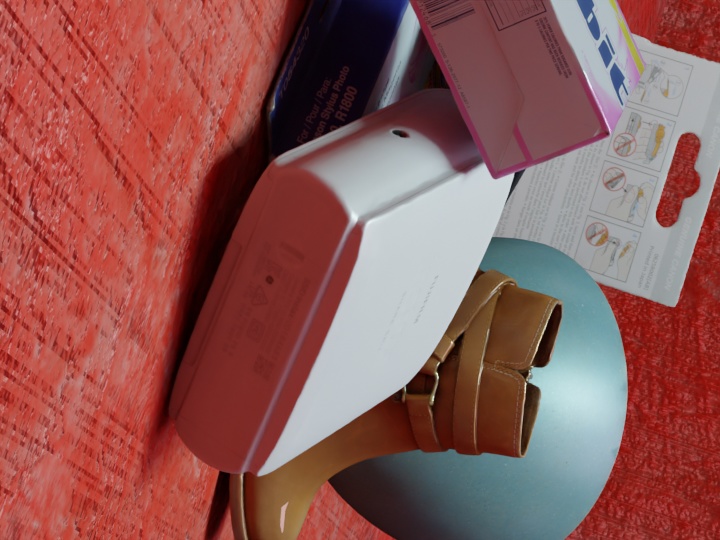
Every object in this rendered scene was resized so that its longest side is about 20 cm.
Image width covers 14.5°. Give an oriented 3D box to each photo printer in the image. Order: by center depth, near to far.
[{"bbox_3d":[0.000,0.000,1.398,0.200,0.069,0.167,-28,147,-58],"label":"photo printer"}]

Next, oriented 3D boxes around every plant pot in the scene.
[{"bbox_3d":[0.038,0.070,1.672,0.135,0.200,0.201,12,96,-43],"label":"plant pot"}]

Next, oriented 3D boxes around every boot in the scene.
[{"bbox_3d":[0.018,0.082,1.556,0.074,0.154,0.201,0,105,-73],"label":"boot"}]

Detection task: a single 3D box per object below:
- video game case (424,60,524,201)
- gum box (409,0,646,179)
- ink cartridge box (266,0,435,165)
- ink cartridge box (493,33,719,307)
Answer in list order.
[{"bbox_3d":[0.068,-0.121,1.579,0.181,0.025,0.201,117,-24,-58],"label":"video game case"},{"bbox_3d":[0.062,-0.160,1.369,0.200,0.066,0.114,64,22,-14],"label":"gum box"},{"bbox_3d":[0.003,-0.106,1.490,0.200,0.043,0.197,93,17,-63],"label":"ink cartridge box"},{"bbox_3d":[0.135,-0.081,1.837,0.057,0.199,0.163,-13,121,-77],"label":"ink cartridge box"}]
